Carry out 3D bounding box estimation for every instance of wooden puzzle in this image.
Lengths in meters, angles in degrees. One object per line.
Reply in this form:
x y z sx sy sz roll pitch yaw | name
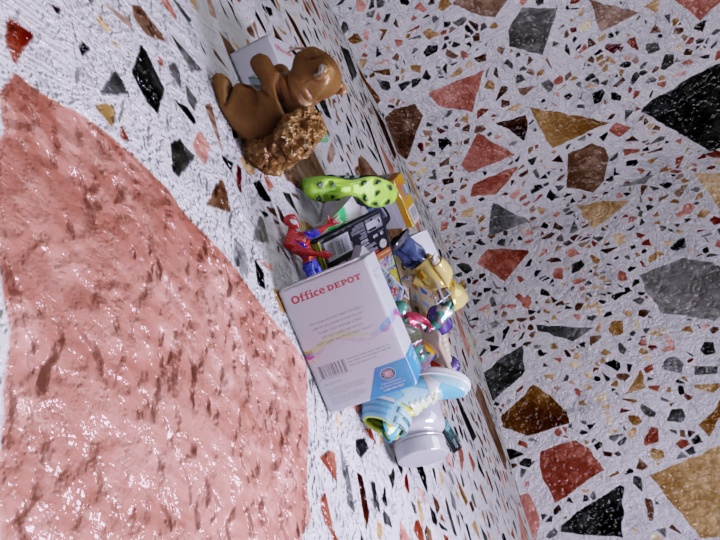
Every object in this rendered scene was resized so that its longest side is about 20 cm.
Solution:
0.111 0.172 1.295 0.185 0.046 0.200 26 -29 38 | wooden puzzle

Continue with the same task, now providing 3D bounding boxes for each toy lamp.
0.174 0.149 1.277 0.058 0.058 0.200 -97 171 -47 | toy lamp

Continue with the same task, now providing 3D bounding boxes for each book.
-0.014 -0.023 1.154 0.134 0.048 0.200 -52 124 -33 | book

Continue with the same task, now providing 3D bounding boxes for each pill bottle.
0.096 0.260 1.147 0.113 0.113 0.200 51 22 -53 | pill bottle

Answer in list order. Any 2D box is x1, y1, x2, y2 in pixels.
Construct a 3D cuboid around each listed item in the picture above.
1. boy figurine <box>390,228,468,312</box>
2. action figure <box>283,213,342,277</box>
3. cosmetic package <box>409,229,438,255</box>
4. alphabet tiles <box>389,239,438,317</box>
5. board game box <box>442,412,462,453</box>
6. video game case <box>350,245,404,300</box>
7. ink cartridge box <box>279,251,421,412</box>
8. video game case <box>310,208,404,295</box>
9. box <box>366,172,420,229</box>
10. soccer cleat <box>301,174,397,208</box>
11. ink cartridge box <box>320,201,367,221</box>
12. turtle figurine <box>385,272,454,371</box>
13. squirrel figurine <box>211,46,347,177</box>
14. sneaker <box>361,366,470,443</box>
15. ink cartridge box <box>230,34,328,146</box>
0.136 0.007 1.234 0.200 0.124 0.064 45 58 -9 | boy figurine
-0.057 -0.010 0.991 0.200 0.099 0.065 63 22 -11 | action figure
0.098 -0.039 1.470 0.074 0.102 0.200 65 -18 -6 | cosmetic package
0.126 0.039 1.313 0.200 0.008 0.167 31 43 -37 | alphabet tiles
0.136 0.282 1.286 0.200 0.028 0.135 49 -9 48 | board game box
0.020 0.061 1.067 0.200 0.018 0.144 43 57 -56 | video game case
-0.013 0.088 0.901 0.085 0.144 0.200 -41 110 -74 | ink cartridge box
0.000 0.000 1.115 0.200 0.025 0.181 -31 109 -48 | video game case
0.023 -0.147 1.330 0.041 0.200 0.119 -50 126 -36 | box
-0.021 -0.166 1.205 0.081 0.200 0.068 -137 -127 -57 | soccer cleat
-0.005 -0.051 1.287 0.145 0.087 0.200 -89 156 -60 | ink cartridge box
0.069 0.091 0.991 0.200 0.149 0.101 86 24 -46 | turtle figurine
-0.109 -0.255 0.960 0.142 0.186 0.200 34 37 -68 | squirrel figurine
0.093 0.237 1.041 0.080 0.199 0.131 84 7 -46 | sneaker
-0.147 -0.322 1.136 0.146 0.084 0.200 -47 115 -76 | ink cartridge box
